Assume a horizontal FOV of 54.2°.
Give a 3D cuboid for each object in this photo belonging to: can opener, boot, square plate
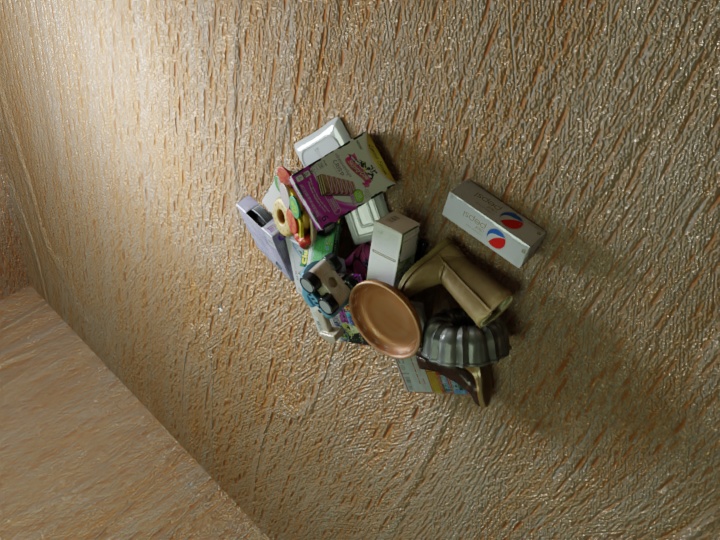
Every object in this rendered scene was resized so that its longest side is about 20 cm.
[{"bbox_3d":[0.099,-0.004,1.657,0.079,0.063,0.201,47,143,11],"label":"can opener"},{"bbox_3d":[0.196,0.046,1.493,0.200,0.175,0.066,48,-174,29],"label":"boot"},{"bbox_3d":[0.220,0.235,1.675,0.165,0.072,0.202,0,122,35],"label":"boot"},{"bbox_3d":[-0.067,-0.242,1.687,0.199,0.028,0.200,-18,104,51],"label":"square plate"}]

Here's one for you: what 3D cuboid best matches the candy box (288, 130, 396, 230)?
[{"bbox_3d":[-0.040,-0.196,1.549,0.137,0.199,0.061,59,171,-8],"label":"candy box"}]

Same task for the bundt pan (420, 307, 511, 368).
[{"bbox_3d":[0.227,0.135,1.529,0.200,0.201,0.077,11,112,42],"label":"bundt pan"}]

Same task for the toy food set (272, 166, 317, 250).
[{"bbox_3d":[-0.159,-0.144,1.665,0.200,0.048,0.200,52,151,43],"label":"toy food set"}]

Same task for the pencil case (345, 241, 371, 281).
[{"bbox_3d":[0.000,0.000,1.750,0.094,0.090,0.200,54,146,6],"label":"pencil case"}]

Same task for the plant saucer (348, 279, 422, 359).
[{"bbox_3d":[0.060,0.105,1.570,0.199,0.037,0.202,26,135,29],"label":"plant saucer"}]

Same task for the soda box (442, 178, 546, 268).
[{"bbox_3d":[0.264,-0.095,1.405,0.199,0.068,0.064,38,140,22],"label":"soda box"}]

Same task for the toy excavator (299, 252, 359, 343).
[{"bbox_3d":[-0.082,0.074,1.670,0.195,0.100,0.200,51,151,-7],"label":"toy excavator"}]

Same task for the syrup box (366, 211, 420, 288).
[{"bbox_3d":[0.070,-0.019,1.582,0.081,0.078,0.202,27,125,28],"label":"syrup box"}]

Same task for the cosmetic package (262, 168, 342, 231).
[{"bbox_3d":[-0.151,-0.142,1.806,0.201,0.085,0.108,54,144,2],"label":"cosmetic package"}]

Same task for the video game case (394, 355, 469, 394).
[{"bbox_3d":[0.181,0.246,1.754,0.198,0.017,0.144,-4,118,35],"label":"video game case"}]

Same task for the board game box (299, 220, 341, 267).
[{"bbox_3d":[-0.092,-0.100,1.701,0.104,0.023,0.203,13,97,37],"label":"board game box"}]

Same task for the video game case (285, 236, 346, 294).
[{"bbox_3d":[-0.105,0.016,1.797,0.199,0.022,0.184,25,138,36],"label":"video game case"}]

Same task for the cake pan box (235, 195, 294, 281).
[{"bbox_3d":[-0.245,-0.089,1.904,0.184,0.052,0.201,39,160,36],"label":"cake pan box"}]

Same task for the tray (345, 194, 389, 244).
[{"bbox_3d":[0.001,-0.162,1.629,0.106,0.022,0.202,-13,106,21],"label":"tray"}]

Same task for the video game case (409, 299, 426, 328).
[{"bbox_3d":[0.076,0.124,1.749,0.198,0.024,0.183,13,142,26],"label":"video game case"}]

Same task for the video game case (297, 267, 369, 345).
[{"bbox_3d":[-0.052,0.091,1.746,0.180,0.036,0.202,6,127,36],"label":"video game case"}]
